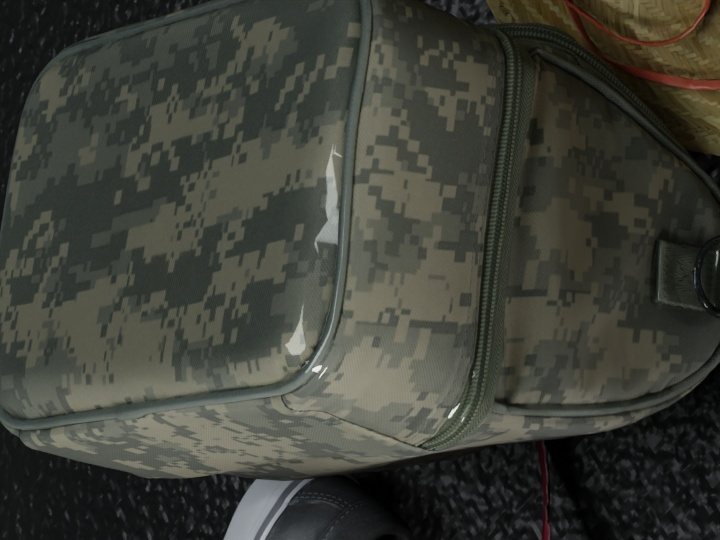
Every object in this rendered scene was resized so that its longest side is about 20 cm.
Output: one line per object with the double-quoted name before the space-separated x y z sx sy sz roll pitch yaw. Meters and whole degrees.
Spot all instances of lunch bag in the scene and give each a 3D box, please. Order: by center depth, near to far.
"lunch bag" 0.000 0.000 0.922 0.200 0.167 0.140 -12 65 51

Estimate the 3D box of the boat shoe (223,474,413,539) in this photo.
"boat shoe" -0.027 0.167 1.025 0.066 0.070 0.201 23 95 47

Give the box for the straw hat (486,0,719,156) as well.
"straw hat" 0.126 -0.130 0.868 0.201 0.201 0.085 -23 29 43

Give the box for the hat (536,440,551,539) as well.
"hat" 0.061 0.174 0.920 0.200 0.166 0.176 -46 18 -8
